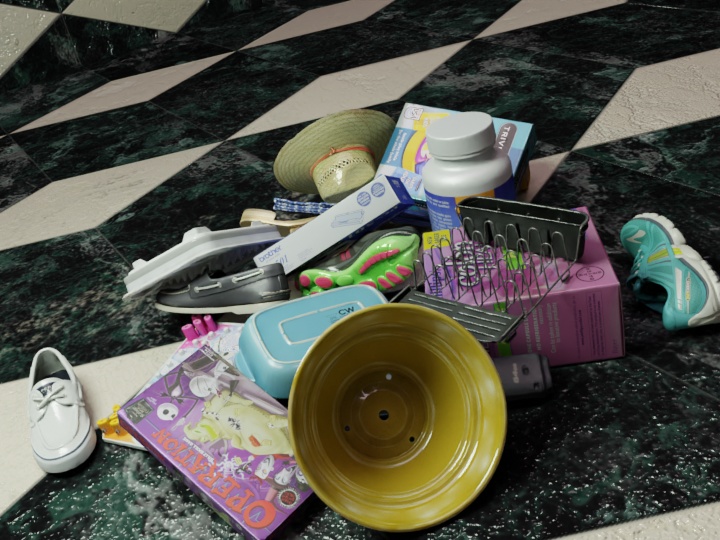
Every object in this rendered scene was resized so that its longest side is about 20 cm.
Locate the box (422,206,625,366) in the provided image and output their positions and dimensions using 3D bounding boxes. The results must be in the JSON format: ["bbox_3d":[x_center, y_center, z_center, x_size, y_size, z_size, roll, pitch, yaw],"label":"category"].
[{"bbox_3d":[0.176,0.023,0.942,0.200,0.097,0.176,-10,30,9],"label":"box"}]

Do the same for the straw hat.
[{"bbox_3d":[-0.022,-0.142,1.249,0.201,0.201,0.085,-17,60,-5],"label":"straw hat"}]

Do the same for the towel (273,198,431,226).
[{"bbox_3d":[-0.008,-0.086,1.210,0.200,0.024,0.145,7,1,32],"label":"towel"}]

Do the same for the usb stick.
[{"bbox_3d":[0.097,0.120,0.870,0.200,0.033,0.055,-8,41,9],"label":"usb stick"}]

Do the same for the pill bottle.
[{"bbox_3d":[0.138,-0.089,1.045,0.112,0.200,0.112,-11,30,6],"label":"pill bottle"}]

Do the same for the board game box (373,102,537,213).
[{"bbox_3d":[0.134,-0.153,1.205,0.200,0.047,0.151,14,73,25],"label":"board game box"}]

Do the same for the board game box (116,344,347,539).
[{"bbox_3d":[-0.126,0.166,0.815,0.200,0.032,0.120,34,56,23],"label":"board game box"}]

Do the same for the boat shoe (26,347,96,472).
[{"bbox_3d":[-0.358,0.157,0.969,0.074,0.065,0.200,-24,31,-17],"label":"boat shoe"}]

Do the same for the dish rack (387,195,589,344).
[{"bbox_3d":[0.127,-0.002,0.853,0.153,0.055,0.200,12,39,39],"label":"dish rack"}]

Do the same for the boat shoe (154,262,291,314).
[{"bbox_3d":[-0.174,0.021,1.050,0.200,0.063,0.073,-1,4,28],"label":"boat shoe"}]

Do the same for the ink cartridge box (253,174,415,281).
[{"bbox_3d":[-0.032,-0.051,1.070,0.200,0.044,0.094,-32,-5,14],"label":"ink cartridge box"}]

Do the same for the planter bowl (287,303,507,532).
[{"bbox_3d":[0.029,0.135,0.781,0.200,0.201,0.083,-21,-6,-12],"label":"planter bowl"}]

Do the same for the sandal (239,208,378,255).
[{"bbox_3d":[-0.080,-0.037,1.201,0.212,0.078,0.070,8,69,19],"label":"sandal"}]

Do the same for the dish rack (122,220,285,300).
[{"bbox_3d":[-0.208,-0.019,1.109,0.172,0.044,0.200,-26,-6,28],"label":"dish rack"}]

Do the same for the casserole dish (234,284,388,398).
[{"bbox_3d":[-0.038,0.068,0.901,0.200,0.039,0.121,-14,43,-21],"label":"casserole dish"}]

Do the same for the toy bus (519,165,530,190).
[{"bbox_3d":[0.154,-0.160,1.285,0.200,0.078,0.065,-3,32,19],"label":"toy bus"}]

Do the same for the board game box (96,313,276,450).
[{"bbox_3d":[-0.172,0.122,0.946,0.200,0.026,0.200,0,39,36],"label":"board game box"}]

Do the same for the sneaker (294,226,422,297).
[{"bbox_3d":[0.000,0.000,1.045,0.200,0.077,0.084,-19,19,37],"label":"sneaker"}]

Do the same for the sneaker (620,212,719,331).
[{"bbox_3d":[0.336,-0.001,0.944,0.080,0.078,0.200,-22,29,4],"label":"sneaker"}]
